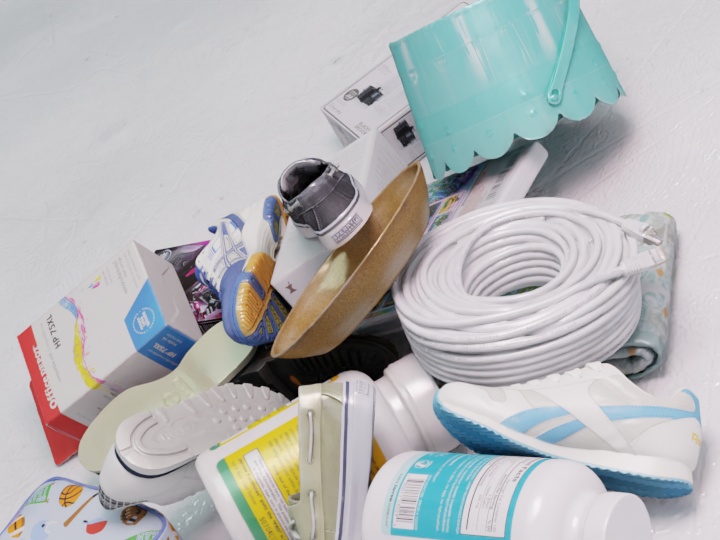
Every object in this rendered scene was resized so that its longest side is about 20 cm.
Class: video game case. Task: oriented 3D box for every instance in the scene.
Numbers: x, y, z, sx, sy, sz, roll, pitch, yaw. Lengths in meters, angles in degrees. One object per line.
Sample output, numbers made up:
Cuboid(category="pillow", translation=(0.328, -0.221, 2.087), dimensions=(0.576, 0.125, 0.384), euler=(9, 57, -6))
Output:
Cuboid(category="video game case", translation=(0.068, -0.022, 1.551), dimensions=(0.182, 0.024, 0.201), euler=(-20, 32, 52))

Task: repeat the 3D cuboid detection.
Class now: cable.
Cuboid(category="cable", translation=(0.125, 0.015, 1.354), dimensions=(0.199, 0.070, 0.200), euler=(-30, 33, -17))

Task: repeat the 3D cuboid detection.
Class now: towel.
Cuboid(category="towel", translation=(0.166, 0.032, 1.429), dimensions=(0.199, 0.048, 0.172), euler=(-14, 39, 26))

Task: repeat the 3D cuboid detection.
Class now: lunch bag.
Cuboid(category="lunch bag", translation=(-0.247, 0.266, 1.458), dimensions=(0.199, 0.076, 0.161), euler=(8, 54, 43))

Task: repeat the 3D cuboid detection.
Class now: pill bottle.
Cuboid(category="pill bottle", translation=(-0.023, 0.151, 1.372), dimensions=(0.199, 0.113, 0.113), euler=(-30, 33, -6))
Cuboid(category="pill bottle", translation=(0.106, 0.190, 1.226), dimensions=(0.199, 0.111, 0.111), euler=(-1, 46, 38))

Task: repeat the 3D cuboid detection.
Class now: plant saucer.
Cuboid(category="plant saucer", translation=(0.000, 0.000, 1.397), dimensions=(0.201, 0.035, 0.200), euler=(-52, 8, 10))

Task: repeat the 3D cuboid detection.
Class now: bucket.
Cuboid(category="bucket", translation=(0.132, -0.184, 1.578), dimensions=(0.206, 0.136, 0.207), euler=(-23, 5, 2))

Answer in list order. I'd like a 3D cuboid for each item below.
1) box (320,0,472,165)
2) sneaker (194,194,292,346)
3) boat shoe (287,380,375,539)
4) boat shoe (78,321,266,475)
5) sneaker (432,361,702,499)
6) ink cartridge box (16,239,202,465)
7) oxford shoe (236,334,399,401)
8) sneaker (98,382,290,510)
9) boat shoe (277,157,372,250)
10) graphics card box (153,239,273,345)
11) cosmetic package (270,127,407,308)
Cuboid(category="box", translation=(0.069, -0.189, 1.770), dimensions=(0.200, 0.060, 0.117), euler=(-39, 34, -6))
Cuboid(category="sneaker", translation=(-0.112, 0.011, 1.581), dimensions=(0.087, 0.076, 0.201), euler=(-18, 29, 16))
Cuboid(category="boat shoe", translation=(-0.024, 0.181, 1.291), dimensions=(0.061, 0.202, 0.072), euler=(5, 5, 3))
Cuboid(category="boat shoe", translation=(-0.169, 0.128, 1.578), dimensions=(0.201, 0.063, 0.074), euler=(-38, 54, -6))
Cuboid(category="sneaker", translation=(0.152, 0.109, 1.259), dimensions=(0.198, 0.077, 0.081), euler=(12, 70, 7))
Cuboid(category="ink cartridge box", translation=(-0.255, 0.082, 1.640), dimensions=(0.200, 0.067, 0.117), euler=(-39, 52, 14))
Cuboid(category="oxford shoe", translation=(-0.028, 0.073, 1.493), dimensions=(0.199, 0.073, 0.085), euler=(-9, 34, 51))
Cuboid(category="sneaker", translation=(-0.133, 0.154, 1.454), dimensions=(0.199, 0.081, 0.077), euler=(-6, 46, -37))
Cuboid(category="boat shoe", translation=(-0.041, -0.068, 1.495), dimensions=(0.072, 0.068, 0.200), euler=(-43, 13, 3))
Cuboid(category="graphics card box", translation=(-0.138, 0.023, 1.689), dimensions=(0.199, 0.051, 0.126), euler=(-10, 41, 33))
Cuboid(category="cosmetic package", translation=(-0.012, -0.040, 1.604), dimensions=(0.101, 0.071, 0.201), euler=(-31, 23, 24))
